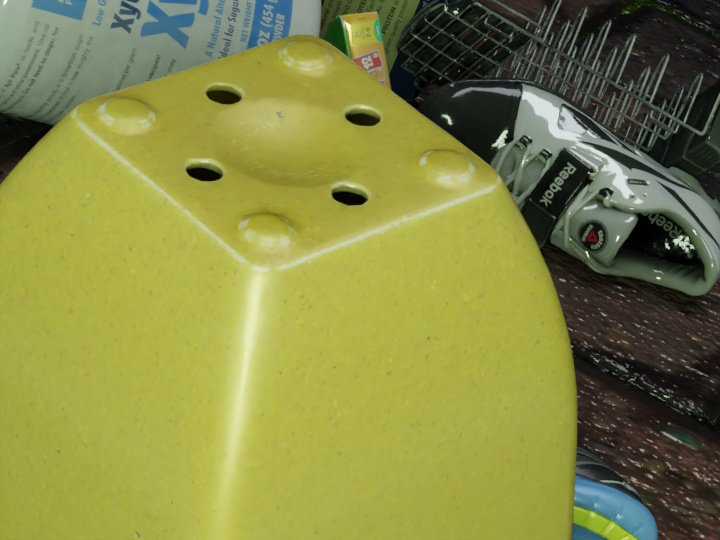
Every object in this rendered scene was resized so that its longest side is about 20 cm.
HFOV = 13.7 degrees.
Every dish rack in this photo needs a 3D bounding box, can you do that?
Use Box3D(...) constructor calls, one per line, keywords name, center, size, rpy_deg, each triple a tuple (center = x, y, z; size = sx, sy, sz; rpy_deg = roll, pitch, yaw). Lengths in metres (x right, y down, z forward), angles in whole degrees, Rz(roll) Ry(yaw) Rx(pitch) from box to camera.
Box3D(name="dish rack", center=(0.123, -0.111, 1.773), size=(0.200, 0.055, 0.153), rpy_deg=(29, -21, -10))

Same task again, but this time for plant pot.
Box3D(name="plant pot", center=(-0.037, 0.032, 1.102), size=(0.195, 0.200, 0.194), rpy_deg=(-20, 45, -36))

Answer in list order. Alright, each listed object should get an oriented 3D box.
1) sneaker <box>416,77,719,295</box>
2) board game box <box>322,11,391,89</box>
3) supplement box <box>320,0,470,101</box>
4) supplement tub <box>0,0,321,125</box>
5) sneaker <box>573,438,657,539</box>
Box3D(name="sneaker", center=(0.123, -0.046, 1.706), size=(0.200, 0.074, 0.089), rpy_deg=(22, 23, -11))
Box3D(name="board game box", center=(0.000, -0.076, 1.526), size=(0.030, 0.096, 0.200), rpy_deg=(-10, 0, -2))
Box3D(name="supplement box", center=(-0.008, -0.246, 1.870), size=(0.199, 0.200, 0.134), rpy_deg=(25, 20, 5))
Box3D(name="supplement tub", center=(-0.134, -0.135, 1.571), size=(0.200, 0.132, 0.132), rpy_deg=(13, 23, -26))
Box3D(name="sneaker", center=(0.038, 0.082, 1.331), size=(0.199, 0.071, 0.083), rpy_deg=(26, 15, -9))
